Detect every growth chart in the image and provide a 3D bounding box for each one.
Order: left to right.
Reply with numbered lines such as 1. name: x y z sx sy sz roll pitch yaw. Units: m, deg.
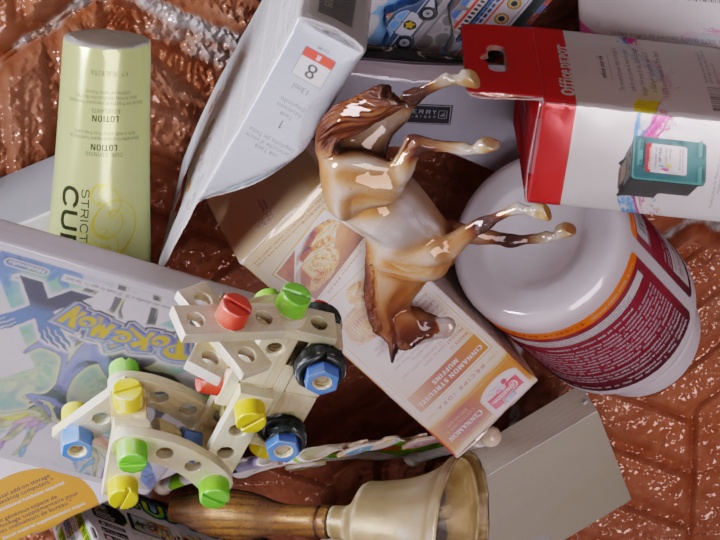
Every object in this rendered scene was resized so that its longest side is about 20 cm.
1. growth chart: -0.021 0.119 1.769 0.199 0.145 0.018 -5 83 -17

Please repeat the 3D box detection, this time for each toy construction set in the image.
1. toy construction set: -0.083 0.061 1.557 0.131 0.093 0.200 13 147 -19

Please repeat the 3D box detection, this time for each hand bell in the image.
1. hand bell: -0.028 0.157 1.757 0.199 0.104 0.105 4 119 22

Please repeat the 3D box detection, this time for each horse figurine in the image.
1. horse figurine: 0.031 -0.040 1.559 0.132 0.050 0.200 -18 134 21

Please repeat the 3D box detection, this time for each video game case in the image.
1. video game case: -0.174 0.052 1.614 0.199 0.022 0.182 16 135 -24

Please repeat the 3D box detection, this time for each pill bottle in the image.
1. pill bottle: 0.143 0.011 1.739 0.113 0.113 0.200 -43 149 5

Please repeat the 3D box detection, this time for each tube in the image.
1. tube: -0.149 -0.037 1.613 0.052 0.058 0.201 -19 119 -53

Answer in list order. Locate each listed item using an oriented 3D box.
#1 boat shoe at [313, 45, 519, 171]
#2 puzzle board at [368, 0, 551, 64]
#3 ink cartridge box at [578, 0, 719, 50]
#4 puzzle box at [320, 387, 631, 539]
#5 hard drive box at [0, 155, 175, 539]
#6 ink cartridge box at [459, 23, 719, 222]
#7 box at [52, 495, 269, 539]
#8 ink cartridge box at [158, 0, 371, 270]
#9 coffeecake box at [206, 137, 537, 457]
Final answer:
1. boat shoe: 0.053 -0.105 1.706 0.199 0.057 0.069 7 119 -15
2. puzzle board: 0.059 -0.195 1.663 0.150 0.017 0.200 22 131 -24
3. ink cartridge box: 0.199 -0.139 1.721 0.117 0.067 0.201 7 118 22
4. puzzle box: 0.078 0.164 1.842 0.199 0.025 0.133 -30 146 -3
5. hard drive box: -0.196 0.046 1.706 0.155 0.077 0.201 -24 118 -6
6. ink cartridge box: 0.154 -0.086 1.625 0.199 0.116 0.068 6 115 -3
7. box: -0.096 0.198 1.787 0.199 0.110 0.035 22 106 -24
8. ink cartridge box: -0.053 -0.095 1.611 0.050 0.162 0.200 22 120 -10
9. coffeecake box: 0.000 0.000 1.701 0.073 0.154 0.200 -44 118 6
